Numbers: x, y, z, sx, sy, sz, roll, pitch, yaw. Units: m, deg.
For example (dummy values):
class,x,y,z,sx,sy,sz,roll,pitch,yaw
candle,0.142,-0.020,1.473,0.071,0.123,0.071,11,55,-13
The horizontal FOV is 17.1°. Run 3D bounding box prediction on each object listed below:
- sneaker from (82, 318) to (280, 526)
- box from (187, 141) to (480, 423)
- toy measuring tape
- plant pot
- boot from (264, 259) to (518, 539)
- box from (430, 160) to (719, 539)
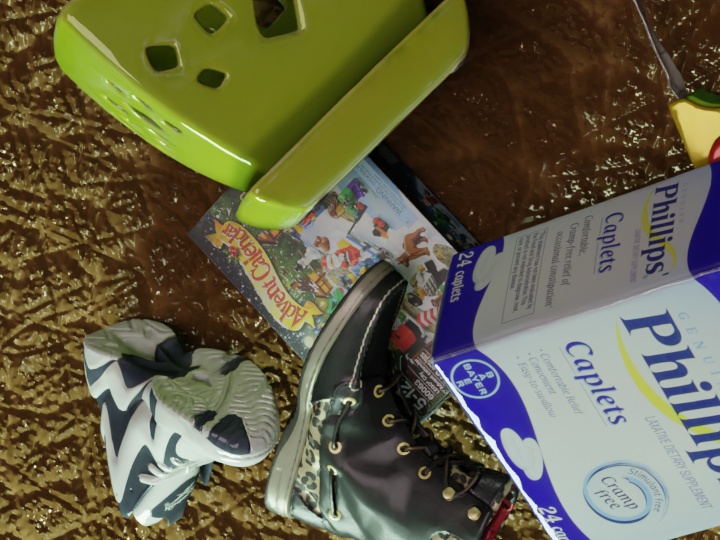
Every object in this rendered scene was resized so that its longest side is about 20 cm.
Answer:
class,x,y,z,sx,sy,sz,roll,pitch,yaw
sneaker,-0.115,0.122,1.596,0.199,0.079,0.130,20,125,45
box,0.000,0.000,1.563,0.200,0.038,0.137,47,115,6
toy measuring tape,0.221,-0.105,1.428,0.073,0.074,0.200,-22,94,26
plant pot,-0.052,-0.139,1.439,0.181,0.199,0.200,45,83,-1
boot,0.031,0.105,1.513,0.150,0.073,0.200,30,118,15
box,0.175,0.058,1.431,0.200,0.105,0.184,-20,121,25
